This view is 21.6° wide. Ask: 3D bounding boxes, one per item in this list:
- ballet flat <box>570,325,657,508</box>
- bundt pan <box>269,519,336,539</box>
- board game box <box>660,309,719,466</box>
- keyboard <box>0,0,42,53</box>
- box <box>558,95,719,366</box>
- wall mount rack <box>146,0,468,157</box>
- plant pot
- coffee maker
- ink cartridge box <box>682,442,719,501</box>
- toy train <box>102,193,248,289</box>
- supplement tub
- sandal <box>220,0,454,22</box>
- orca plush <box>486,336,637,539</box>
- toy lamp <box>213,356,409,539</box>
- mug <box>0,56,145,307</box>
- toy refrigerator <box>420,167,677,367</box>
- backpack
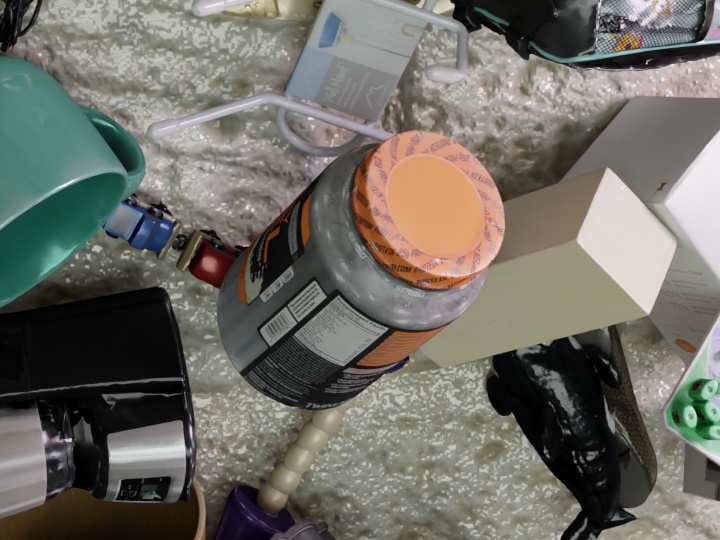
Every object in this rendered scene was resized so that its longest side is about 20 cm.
[{"bbox_3d":[0.172,0.080,1.368,0.067,0.046,0.201,-11,113,31],"label":"ballet flat"},{"bbox_3d":[-0.060,0.277,1.321,0.076,0.202,0.203,34,107,20],"label":"bundt pan"},{"bbox_3d":[0.321,0.066,1.211,0.199,0.026,0.201,34,80,-10],"label":"board game box"},{"bbox_3d":[-0.241,-0.187,1.188,0.104,0.040,0.201,33,107,3],"label":"keyboard"},{"bbox_3d":[0.246,-0.013,1.280,0.098,0.124,0.200,-48,115,-16],"label":"box"},{"bbox_3d":[-0.032,-0.123,1.180,0.172,0.075,0.200,16,140,-11],"label":"wall mount rack"},{"bbox_3d":[-0.189,0.247,1.311,0.185,0.187,0.201,-9,129,-6],"label":"plant pot"},{"bbox_3d":[-0.217,0.069,1.227,0.198,0.135,0.194,-8,90,-19],"label":"coffee maker"},{"bbox_3d":[0.302,0.132,1.320,0.115,0.200,0.067,4,88,-12],"label":"ink cartridge box"},{"bbox_3d":[-0.097,-0.004,1.277,0.199,0.046,0.034,27,106,-20],"label":"toy train"},{"bbox_3d":[0.000,0.000,1.181,0.122,0.123,0.200,24,146,-19],"label":"supplement tub"},{"bbox_3d":[-0.001,-0.183,1.205,0.210,0.070,0.078,-4,114,-9],"label":"sandal"},{"bbox_3d":[0.131,0.119,1.337,0.104,0.071,0.202,3,120,26],"label":"orca plush"},{"bbox_3d":[-0.040,0.129,1.339,0.058,0.058,0.201,28,106,-20],"label":"toy lamp"},{"bbox_3d":[-0.230,-0.056,1.161,0.152,0.185,0.115,-40,82,6],"label":"mug"},{"bbox_3d":[0.106,-0.001,1.242,0.076,0.070,0.199,42,145,-22],"label":"toy refrigerator"},{"bbox_3d":[0.174,-0.204,1.172,0.198,0.176,0.155,2,106,-27],"label":"backpack"}]
